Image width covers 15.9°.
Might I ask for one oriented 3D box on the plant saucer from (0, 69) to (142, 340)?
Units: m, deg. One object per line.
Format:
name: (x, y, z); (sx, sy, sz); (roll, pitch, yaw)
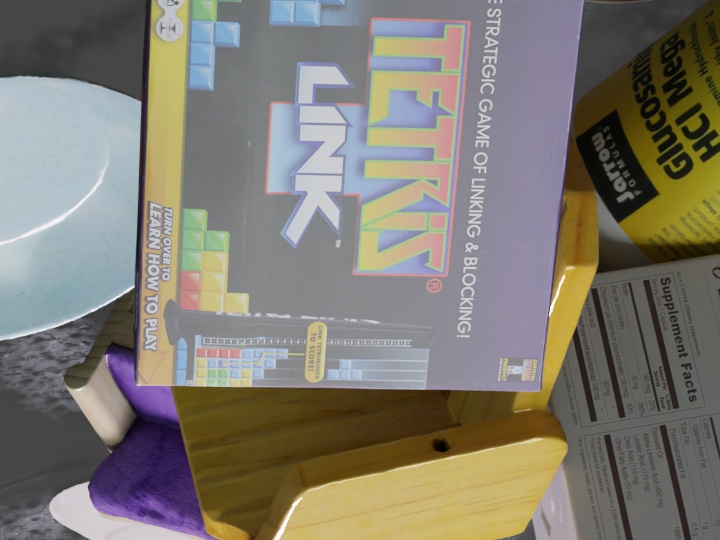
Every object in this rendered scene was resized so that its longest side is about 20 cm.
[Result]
plant saucer: (-0.173, -0.037, 1.166); (0.200, 0.039, 0.201); (-11, 146, -7)

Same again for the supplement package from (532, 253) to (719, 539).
supplement package: (0.144, 0.110, 1.225); (0.111, 0.156, 0.200); (-10, 153, -2)

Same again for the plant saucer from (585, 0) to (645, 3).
plant saucer: (0.132, -0.177, 1.098); (0.200, 0.032, 0.200); (-11, 146, -8)

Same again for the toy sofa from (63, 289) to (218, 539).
toy sofa: (-0.046, 0.090, 1.267); (0.200, 0.098, 0.083); (18, 156, 22)

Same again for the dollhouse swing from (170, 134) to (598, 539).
dollhouse swing: (0.000, 0.000, 1.155); (0.181, 0.200, 0.176); (-11, 138, -7)

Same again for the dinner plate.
dinner plate: (-0.074, 0.145, 1.429); (0.199, 0.024, 0.200); (3, 161, 1)

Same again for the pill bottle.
pill bottle: (0.166, -0.059, 1.212); (0.200, 0.113, 0.112); (-37, 142, 29)

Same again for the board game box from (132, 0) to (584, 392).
board game box: (-0.004, -0.052, 0.995); (0.165, 0.057, 0.201); (1, 116, -5)
